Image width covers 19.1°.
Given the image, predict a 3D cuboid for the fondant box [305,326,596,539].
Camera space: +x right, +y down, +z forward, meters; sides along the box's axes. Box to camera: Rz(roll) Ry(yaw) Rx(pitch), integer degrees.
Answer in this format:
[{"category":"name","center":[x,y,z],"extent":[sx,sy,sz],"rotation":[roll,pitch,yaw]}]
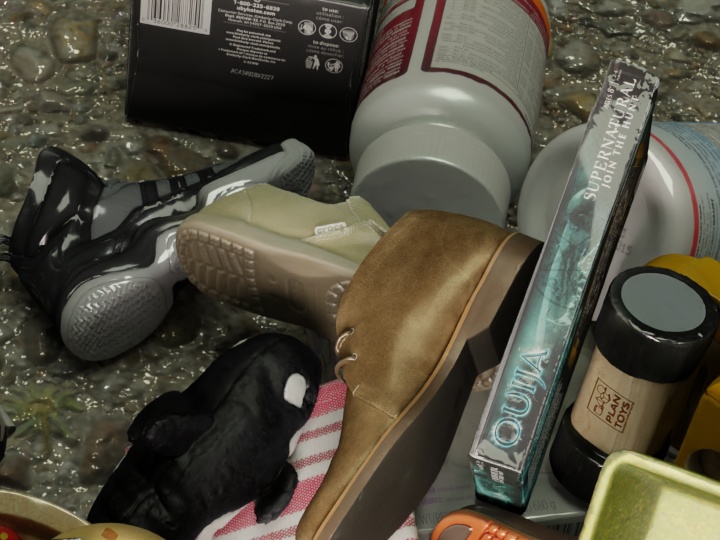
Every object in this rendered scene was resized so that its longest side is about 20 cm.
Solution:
[{"category":"fondant box","center":[0.061,0.075,1.159],"extent":[0.144,0.058,0.200],"rotation":[-5,45,-14]}]

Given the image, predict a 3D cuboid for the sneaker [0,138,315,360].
[{"category":"sneaker","center":[-0.122,-0.038,1.226],"extent":[0.114,0.076,0.200],"rotation":[37,53,22]}]

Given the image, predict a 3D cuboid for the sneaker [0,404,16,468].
[{"category":"sneaker","center":[-0.252,0.120,1.055],"extent":[0.199,0.130,0.080],"rotation":[-41,80,4]}]

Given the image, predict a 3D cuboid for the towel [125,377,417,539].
[{"category":"towel","center":[-0.039,0.147,1.055],"extent":[0.146,0.030,0.200],"rotation":[-17,49,8]}]

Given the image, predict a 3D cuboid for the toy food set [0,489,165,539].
[{"category":"toy food set","center":[-0.173,0.196,0.947],"extent":[0.200,0.049,0.198],"rotation":[17,78,1]}]

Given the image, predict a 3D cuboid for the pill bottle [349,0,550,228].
[{"category":"pill bottle","center":[0.053,-0.095,1.288],"extent":[0.109,0.110,0.200],"rotation":[12,44,2]}]

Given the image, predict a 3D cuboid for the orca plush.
[{"category":"orca plush","center":[-0.104,0.093,1.055],"extent":[0.200,0.071,0.105],"rotation":[-33,49,-7]}]

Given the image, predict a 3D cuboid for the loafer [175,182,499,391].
[{"category":"loafer","center":[0.000,0.000,1.131],"extent":[0.200,0.076,0.068],"rotation":[22,53,15]}]

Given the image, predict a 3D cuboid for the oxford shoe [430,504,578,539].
[{"category":"oxford shoe","center":[0.127,0.167,1.066],"extent":[0.200,0.071,0.073],"rotation":[31,37,-3]}]

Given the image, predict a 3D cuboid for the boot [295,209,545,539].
[{"category":"boot","center":[0.012,0.057,1.031],"extent":[0.075,0.074,0.200],"rotation":[24,66,17]}]

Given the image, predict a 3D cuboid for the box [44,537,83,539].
[{"category":"box","center":[-0.203,0.219,0.893],"extent":[0.193,0.048,0.200],"rotation":[-4,79,0]}]

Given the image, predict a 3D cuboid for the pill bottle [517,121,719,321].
[{"category":"pill bottle","center":[0.186,-0.031,1.214],"extent":[0.109,0.109,0.200],"rotation":[43,27,29]}]

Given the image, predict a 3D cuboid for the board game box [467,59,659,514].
[{"category":"board game box","center":[0.099,0.012,1.032],"extent":[0.028,0.135,0.200],"rotation":[19,77,9]}]

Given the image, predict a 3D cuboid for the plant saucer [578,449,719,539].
[{"category":"plant saucer","center":[0.186,0.187,0.984],"extent":[0.199,0.200,0.048],"rotation":[19,26,9]}]

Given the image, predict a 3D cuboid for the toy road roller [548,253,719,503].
[{"category":"toy road roller","center":[0.205,0.069,1.064],"extent":[0.200,0.123,0.146],"rotation":[36,44,24]}]

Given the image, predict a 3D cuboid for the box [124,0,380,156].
[{"category":"box","center":[-0.058,-0.192,1.358],"extent":[0.148,0.124,0.200],"rotation":[11,44,0]}]
